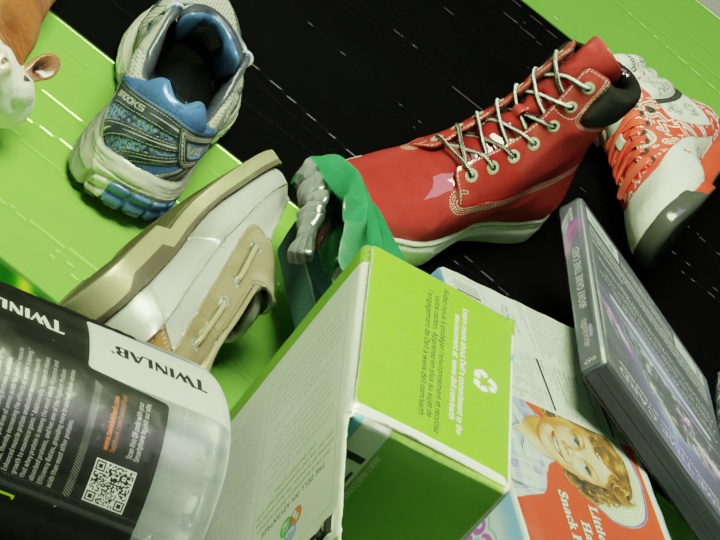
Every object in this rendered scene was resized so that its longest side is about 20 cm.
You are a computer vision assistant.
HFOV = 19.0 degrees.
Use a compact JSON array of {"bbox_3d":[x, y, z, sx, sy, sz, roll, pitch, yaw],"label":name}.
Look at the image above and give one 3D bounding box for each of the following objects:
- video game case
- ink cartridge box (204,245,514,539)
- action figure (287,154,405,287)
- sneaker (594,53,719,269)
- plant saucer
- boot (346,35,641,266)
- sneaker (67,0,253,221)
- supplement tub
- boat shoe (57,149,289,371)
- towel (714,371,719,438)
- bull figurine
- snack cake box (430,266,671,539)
[{"bbox_3d":[0.155,0.058,1.152,0.143,0.019,0.200,53,17,-20],"label":"video game case"},{"bbox_3d":[-0.011,0.112,0.825,0.076,0.148,0.200,27,36,-17],"label":"ink cartridge box"},{"bbox_3d":[0.000,0.000,1.031,0.118,0.055,0.200,56,6,-34],"label":"action figure"},{"bbox_3d":[0.174,-0.075,1.373,0.108,0.067,0.201,38,29,3],"label":"sneaker"},{"bbox_3d":[-0.007,0.067,1.039,0.070,0.019,0.200,55,13,-44],"label":"plant saucer"},{"bbox_3d":[0.069,-0.076,1.199,0.200,0.144,0.072,-11,57,-48],"label":"boot"},{"bbox_3d":[-0.087,-0.107,1.140,0.077,0.085,0.200,30,33,-13],"label":"sneaker"},{"bbox_3d":[-0.161,0.060,0.827,0.200,0.123,0.123,25,35,-21],"label":"supplement tub"},{"bbox_3d":[-0.078,0.005,1.033,0.068,0.075,0.200,53,32,-6],"label":"boat shoe"},{"bbox_3d":[0.292,0.140,1.207,0.200,0.086,0.166,28,32,-12],"label":"towel"},{"bbox_3d":[-0.194,-0.153,1.097,0.200,0.065,0.122,-84,150,-61],"label":"bull figurine"},{"bbox_3d":[0.081,0.105,1.045,0.115,0.067,0.200,26,33,-35],"label":"snack cake box"}]
